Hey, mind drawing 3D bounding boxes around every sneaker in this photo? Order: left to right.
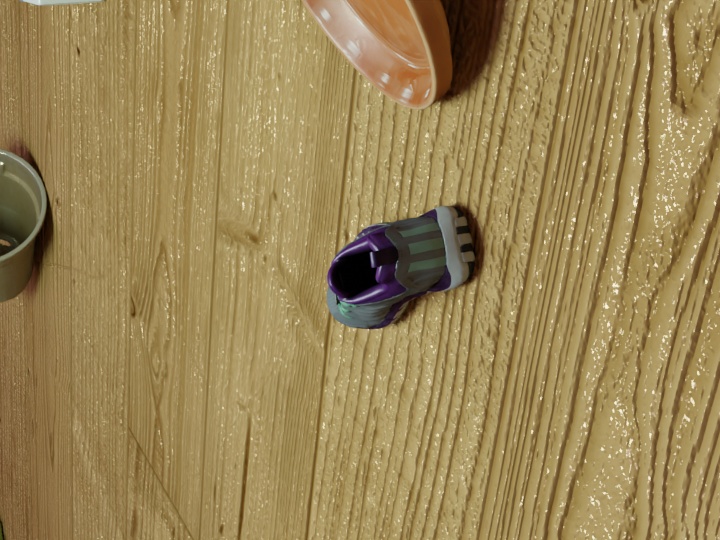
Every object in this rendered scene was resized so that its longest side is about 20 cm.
[{"bbox_3d":[0.000,0.000,0.954,0.200,0.087,0.075,-34,69,61],"label":"sneaker"}]

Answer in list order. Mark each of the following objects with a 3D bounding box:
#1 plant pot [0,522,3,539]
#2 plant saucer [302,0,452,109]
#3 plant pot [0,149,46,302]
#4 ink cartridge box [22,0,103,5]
[{"bbox_3d":[-0.812,0.574,2.636,0.199,0.179,0.202,10,108,61],"label":"plant pot"},{"bbox_3d":[-0.003,-0.198,0.874,0.201,0.032,0.201,50,170,13],"label":"plant saucer"},{"bbox_3d":[-0.560,-0.049,1.957,0.184,0.198,0.202,105,145,-59],"label":"plant pot"},{"bbox_3d":[-0.365,-0.419,1.540,0.145,0.083,0.203,27,122,58],"label":"ink cartridge box"}]
